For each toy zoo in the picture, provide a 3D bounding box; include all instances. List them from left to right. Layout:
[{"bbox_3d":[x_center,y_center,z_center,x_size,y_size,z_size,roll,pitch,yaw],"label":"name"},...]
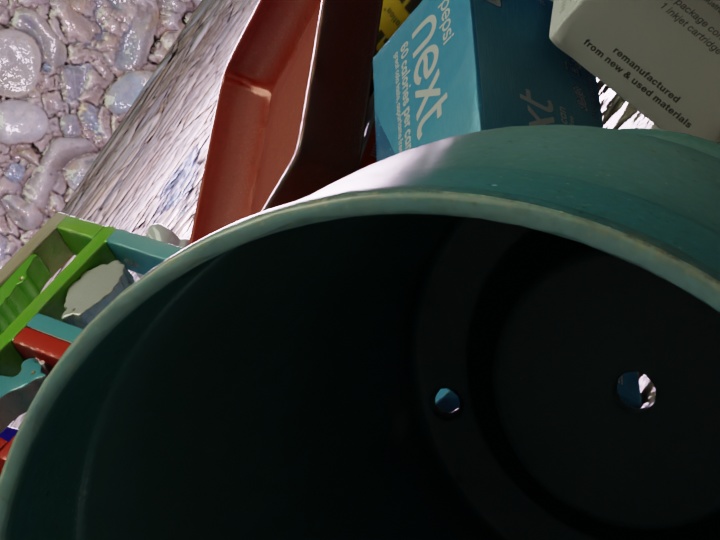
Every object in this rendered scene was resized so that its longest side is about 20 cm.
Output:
[{"bbox_3d":[-0.112,0.042,1.012,0.199,0.021,0.131,17,56,44],"label":"toy zoo"}]

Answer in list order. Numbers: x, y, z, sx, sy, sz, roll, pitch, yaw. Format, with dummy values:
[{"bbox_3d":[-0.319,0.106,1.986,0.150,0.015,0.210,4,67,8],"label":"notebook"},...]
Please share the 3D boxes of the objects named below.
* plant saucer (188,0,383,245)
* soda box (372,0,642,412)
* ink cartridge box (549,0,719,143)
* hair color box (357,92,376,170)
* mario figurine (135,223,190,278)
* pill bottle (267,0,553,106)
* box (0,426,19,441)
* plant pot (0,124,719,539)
[{"bbox_3d":[-0.034,-0.072,1.097,0.200,0.036,0.201,125,158,-51],"label":"plant saucer"},{"bbox_3d":[0.050,-0.020,0.853,0.068,0.064,0.201,-45,32,37],"label":"soda box"},{"bbox_3d":[0.168,-0.162,0.886,0.200,0.084,0.146,-48,13,27],"label":"ink cartridge box"},{"bbox_3d":[0.000,0.000,1.107,0.111,0.064,0.200,-57,7,33],"label":"hair color box"},{"bbox_3d":[-0.071,-0.025,1.393,0.200,0.106,0.124,-52,10,16],"label":"mario figurine"},{"bbox_3d":[0.017,-0.096,1.231,0.200,0.111,0.112,-48,13,31],"label":"pill bottle"},{"bbox_3d":[-0.230,0.171,1.106,0.105,0.183,0.201,129,152,-56],"label":"box"},{"bbox_3d":[0.046,0.056,0.520,0.200,0.200,0.188,-48,-3,25],"label":"plant pot"}]
